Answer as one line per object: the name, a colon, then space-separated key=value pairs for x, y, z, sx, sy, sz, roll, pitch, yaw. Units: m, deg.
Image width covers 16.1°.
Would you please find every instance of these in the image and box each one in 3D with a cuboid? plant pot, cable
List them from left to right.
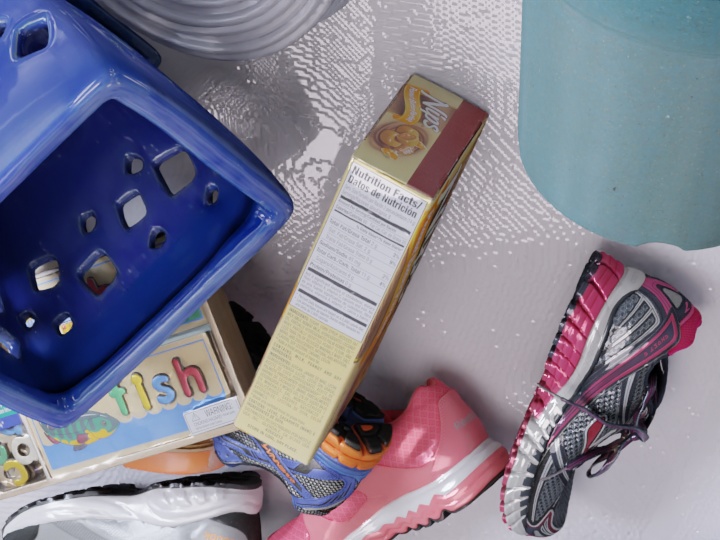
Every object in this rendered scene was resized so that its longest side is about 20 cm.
plant pot: x=-0.188 y=-0.060 z=1.419 sx=0.200 sy=0.180 sz=0.200 roll=-43 pitch=144 yaw=9
cable: x=-0.082 y=-0.211 z=1.390 sx=0.200 sy=0.069 sz=0.200 roll=39 pitch=130 yaw=-5
plant pot: x=0.161 y=-0.128 z=1.268 sx=0.199 sy=0.201 sz=0.197 roll=18 pitch=136 yaw=12

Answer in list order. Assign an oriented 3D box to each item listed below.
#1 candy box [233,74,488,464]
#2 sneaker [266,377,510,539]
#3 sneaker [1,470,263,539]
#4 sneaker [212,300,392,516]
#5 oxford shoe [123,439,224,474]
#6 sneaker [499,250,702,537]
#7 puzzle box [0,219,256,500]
candy box: x=0.000 y=0.000 z=1.457 sx=0.055 sy=0.116 sz=0.201 roll=27 pitch=123 yaw=4
sneaker: x=0.005 y=0.128 z=1.604 sx=0.200 sy=0.074 sz=0.087 roll=-31 pitch=90 yaw=35
sneaker: x=-0.153 y=0.179 z=1.681 sx=0.199 sy=0.074 sz=0.080 roll=-6 pitch=90 yaw=29
sneaker: x=-0.077 y=0.081 z=1.562 sx=0.200 sy=0.075 sz=0.079 roll=36 pitch=116 yaw=23
oxford shoe: x=-0.178 y=0.081 z=1.654 sx=0.199 sy=0.071 sz=0.073 roll=5 pitch=107 yaw=15
sneaker: x=0.135 y=0.086 z=1.494 sx=0.074 sy=0.081 sz=0.201 roll=23 pitch=129 yaw=6
puzzle box: x=-0.163 y=0.053 z=1.538 sx=0.199 sy=0.025 sz=0.134 roll=-18 pitch=98 yaw=26
